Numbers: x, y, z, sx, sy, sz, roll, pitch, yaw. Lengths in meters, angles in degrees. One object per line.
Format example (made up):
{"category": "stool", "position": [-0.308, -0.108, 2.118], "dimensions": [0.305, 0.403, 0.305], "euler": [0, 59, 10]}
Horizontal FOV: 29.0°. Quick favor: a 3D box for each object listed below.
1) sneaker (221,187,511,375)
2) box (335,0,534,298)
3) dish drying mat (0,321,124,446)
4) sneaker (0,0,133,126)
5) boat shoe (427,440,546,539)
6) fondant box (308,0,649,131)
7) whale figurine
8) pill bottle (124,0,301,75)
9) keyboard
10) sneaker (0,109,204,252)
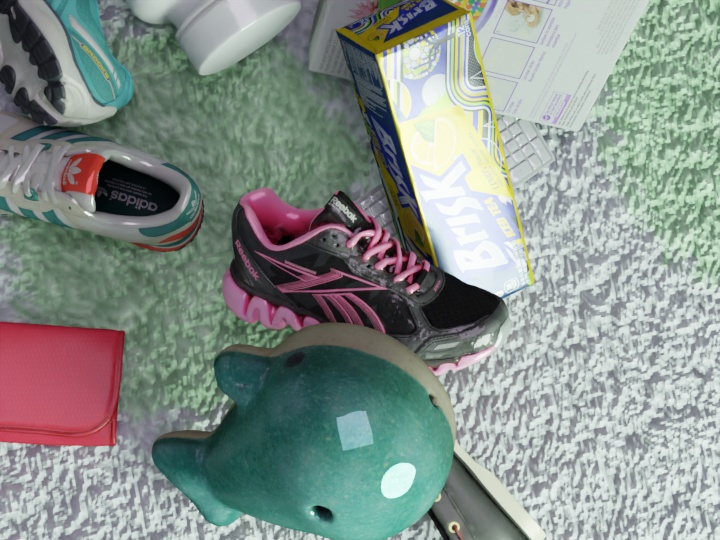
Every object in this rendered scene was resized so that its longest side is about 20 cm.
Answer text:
{"category": "sneaker", "position": [0.000, 0.000, 0.874], "dimensions": [0.198, 0.096, 0.079], "euler": [14, 35, 19]}
{"category": "box", "position": [0.051, -0.071, 0.898], "dimensions": [0.070, 0.064, 0.201], "euler": [-25, 122, -13]}
{"category": "dish drying mat", "position": [-0.254, 0.070, 0.894], "dimensions": [0.198, 0.018, 0.078], "euler": [4, 81, -10]}
{"category": "sneaker", "position": [-0.218, -0.181, 0.916], "dimensions": [0.079, 0.077, 0.201], "euler": [-18, 76, -48]}
{"category": "boat shoe", "position": [0.033, 0.119, 0.913], "dimensions": [0.063, 0.074, 0.202], "euler": [-41, 87, -6]}
{"category": "fondant box", "position": [0.077, -0.178, 0.922], "dimensions": [0.198, 0.145, 0.059], "euler": [11, 52, -10]}
{"category": "whale figurine", "position": [-0.040, 0.116, 0.834], "dimensions": [0.160, 0.199, 0.104], "euler": [53, 32, -26]}
{"category": "pill bottle", "position": [-0.127, -0.234, 0.911], "dimensions": [0.111, 0.111, 0.201], "euler": [-34, 89, -13]}
{"category": "keyboard", "position": [0.045, -0.048, 0.971], "dimensions": [0.199, 0.011, 0.057], "euler": [-35, 90, -13]}
{"category": "sneaker", "position": [-0.193, -0.065, 0.885], "dimensions": [0.198, 0.093, 0.071], "euler": [15, 80, -9]}
